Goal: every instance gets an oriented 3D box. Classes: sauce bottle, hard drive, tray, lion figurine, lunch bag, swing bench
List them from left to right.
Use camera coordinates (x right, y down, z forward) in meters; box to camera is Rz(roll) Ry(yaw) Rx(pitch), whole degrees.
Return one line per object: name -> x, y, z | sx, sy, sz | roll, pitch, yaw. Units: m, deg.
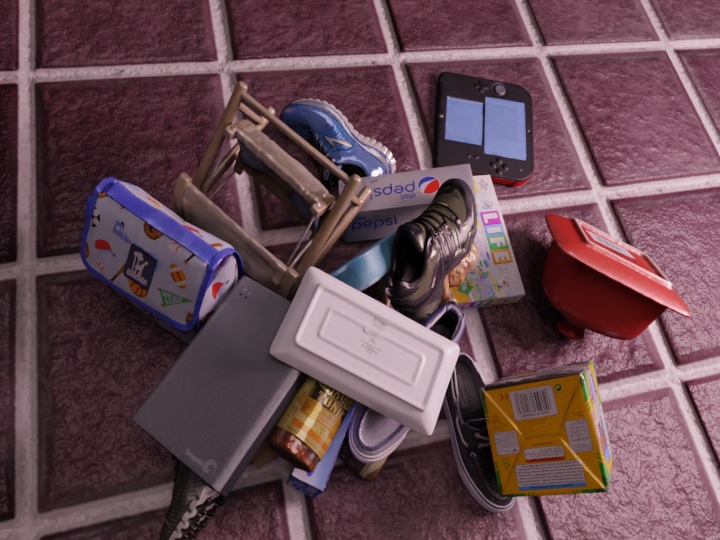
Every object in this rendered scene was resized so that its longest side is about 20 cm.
lunch bag -> -0.232, -0.007, 0.699 | 0.167, 0.201, 0.126 | 31, 63, 3
hard drive -> -0.137, 0.117, 0.638 | 0.137, 0.033, 0.202 | 25, 66, 25
swing bench -> -0.120, -0.087, 0.757 | 0.197, 0.130, 0.203 | 37, 96, 7
sauce bottle -> -0.028, 0.121, 0.656 | 0.065, 0.066, 0.203 | 29, 65, 3
tray -> 0.010, 0.083, 0.626 | 0.195, 0.022, 0.110 | 28, 67, -4
lion figurine -> 0.074, 0.017, 0.806 | 0.193, 0.073, 0.126 | -17, 55, 10

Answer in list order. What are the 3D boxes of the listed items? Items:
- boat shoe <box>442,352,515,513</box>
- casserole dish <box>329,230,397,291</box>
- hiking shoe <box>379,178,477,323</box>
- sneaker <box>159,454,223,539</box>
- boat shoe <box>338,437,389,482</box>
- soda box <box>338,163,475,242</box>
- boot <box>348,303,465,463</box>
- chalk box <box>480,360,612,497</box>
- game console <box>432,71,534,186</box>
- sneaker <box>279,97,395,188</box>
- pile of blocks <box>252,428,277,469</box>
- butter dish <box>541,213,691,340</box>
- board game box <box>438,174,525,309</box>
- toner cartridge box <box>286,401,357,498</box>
boat shoe -> 0.157, 0.207, 0.760 | 0.069, 0.068, 0.207 | -9, 69, -15
casserole dish -> 0.000, 0.000, 0.765 | 0.040, 0.119, 0.199 | 58, 25, -1
hiking shoe -> 0.089, -0.039, 0.727 | 0.074, 0.101, 0.205 | 14, 70, 30
sneaker -> -0.186, 0.214, 0.669 | 0.089, 0.066, 0.205 | 27, 89, 17
boat shoe -> 0.037, 0.164, 0.751 | 0.064, 0.073, 0.203 | 31, 64, -2
soda box -> 0.066, -0.096, 0.842 | 0.192, 0.069, 0.065 | -6, 55, 3
boot -> 0.053, 0.128, 0.686 | 0.072, 0.091, 0.202 | 32, 65, 13
chalk box -> 0.239, 0.189, 0.726 | 0.121, 0.198, 0.129 | -14, 80, 25
game console -> 0.211, -0.244, 0.993 | 0.170, 0.031, 0.207 | 11, 64, -8
sneaker -> -0.043, -0.183, 0.886 | 0.196, 0.079, 0.090 | 33, 61, 4
pile of blocks -> -0.084, 0.139, 0.719 | 0.080, 0.062, 0.205 | 27, 94, 1
butter dish -> 0.334, 0.032, 0.842 | 0.195, 0.151, 0.200 | 26, 23, 2
board game box -> 0.161, -0.045, 0.892 | 0.129, 0.034, 0.207 | -6, 68, -15
toner cartridge box -> -0.031, 0.169, 0.723 | 0.042, 0.096, 0.205 | 22, 63, 1
